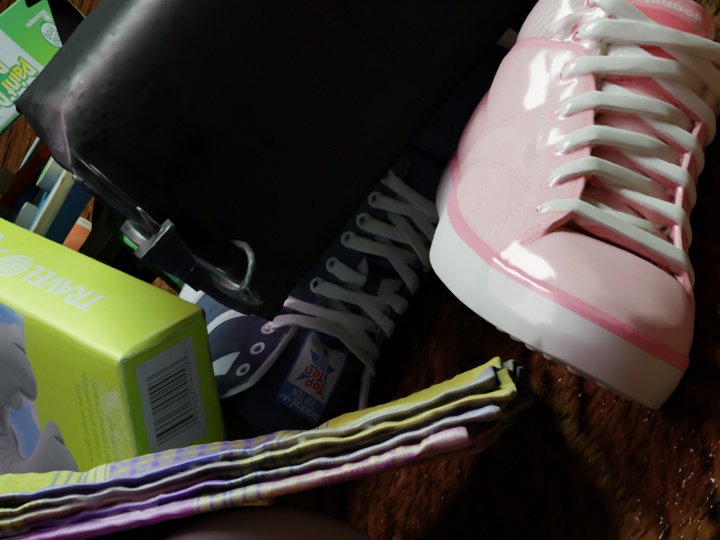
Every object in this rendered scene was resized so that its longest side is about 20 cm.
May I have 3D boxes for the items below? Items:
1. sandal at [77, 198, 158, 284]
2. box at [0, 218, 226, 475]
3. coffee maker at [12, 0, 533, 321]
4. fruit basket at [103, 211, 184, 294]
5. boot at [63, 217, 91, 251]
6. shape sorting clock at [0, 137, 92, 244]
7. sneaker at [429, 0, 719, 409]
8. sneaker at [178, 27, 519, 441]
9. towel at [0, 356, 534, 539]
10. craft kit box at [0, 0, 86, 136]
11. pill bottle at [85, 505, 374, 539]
[{"bbox_3d":[-0.119,-0.027,1.207,0.200,0.054,0.080,-54,-24,-48],"label":"sandal"},{"bbox_3d":[-0.130,0.046,0.938,0.048,0.122,0.200,-29,35,-34],"label":"box"},{"bbox_3d":[-0.006,-0.089,0.816,0.200,0.135,0.192,-51,36,4],"label":"coffee maker"},{"bbox_3d":[-0.031,-0.073,1.078,0.200,0.094,0.185,-56,17,-2],"label":"fruit basket"},{"bbox_3d":[-0.176,0.062,1.296,0.107,0.075,0.200,-5,63,65],"label":"boot"},{"bbox_3d":[-0.158,-0.033,1.138,0.200,0.039,0.200,-54,11,15],"label":"shape sorting clock"},{"bbox_3d":[0.075,-0.036,0.744,0.105,0.075,0.200,-60,12,14],"label":"sneaker"},{"bbox_3d":[0.000,0.000,0.908,0.200,0.070,0.109,-46,26,27],"label":"sneaker"},{"bbox_3d":[-0.043,0.059,0.741,0.200,0.023,0.144,-13,0,9],"label":"towel"},{"bbox_3d":[-0.230,-0.032,1.124,0.197,0.049,0.200,-37,10,28],"label":"craft kit box"},{"bbox_3d":[-0.060,0.134,0.768,0.116,0.116,0.200,-64,18,-16],"label":"pill bottle"}]
